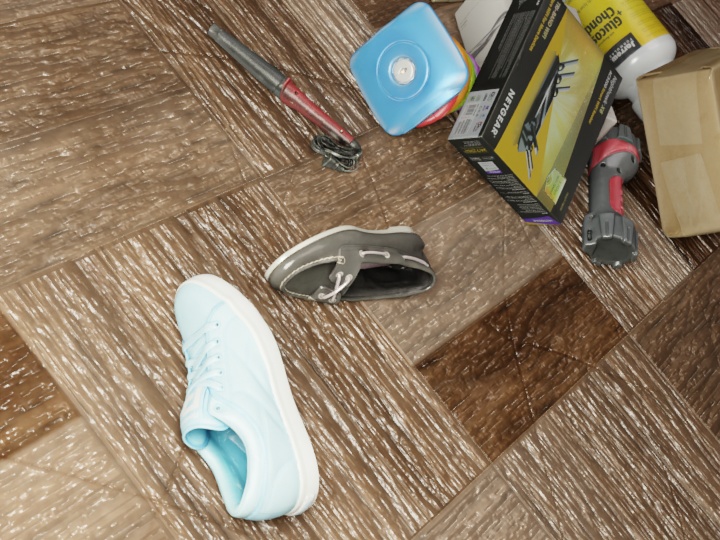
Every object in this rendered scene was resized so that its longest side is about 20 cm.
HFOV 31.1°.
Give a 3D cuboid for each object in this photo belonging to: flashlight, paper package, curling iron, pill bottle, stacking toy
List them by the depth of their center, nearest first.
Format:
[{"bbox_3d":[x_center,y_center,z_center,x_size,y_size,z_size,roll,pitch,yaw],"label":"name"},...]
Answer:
[{"bbox_3d":[-0.073,-0.171,1.266,0.200,0.026,0.050,46,34,1],"label":"curling iron"},{"bbox_3d":[0.088,-0.211,1.414,0.110,0.116,0.199,60,25,11],"label":"stacking toy"},{"bbox_3d":[0.296,-0.086,1.505,0.068,0.067,0.201,45,33,-30],"label":"flashlight"},{"bbox_3d":[0.439,-0.166,1.603,0.190,0.103,0.202,-28,109,-47],"label":"paper package"},{"bbox_3d":[0.345,-0.300,1.710,0.112,0.112,0.201,-18,68,-50],"label":"pill bottle"}]

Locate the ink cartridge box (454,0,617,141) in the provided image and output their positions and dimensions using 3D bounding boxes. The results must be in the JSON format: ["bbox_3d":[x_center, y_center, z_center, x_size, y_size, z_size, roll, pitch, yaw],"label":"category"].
[{"bbox_3d":[0.207,-0.246,1.554,0.145,0.083,0.202,16,46,-32],"label":"ink cartridge box"}]

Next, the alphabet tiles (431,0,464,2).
[{"bbox_3d":[0.088,-0.425,1.673,0.166,0.008,0.201,-16,67,-49],"label":"alphabet tiles"}]

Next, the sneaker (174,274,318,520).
[{"bbox_3d":[-0.101,0.091,0.957,0.082,0.074,0.201,-4,58,-49],"label":"sneaker"}]

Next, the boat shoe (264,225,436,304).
[{"bbox_3d":[0.000,0.000,1.143,0.199,0.067,0.057,-11,58,-52],"label":"boat shoe"}]

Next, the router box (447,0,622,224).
[{"bbox_3d":[0.191,-0.175,1.389,0.157,0.052,0.201,41,65,-35],"label":"router box"}]
